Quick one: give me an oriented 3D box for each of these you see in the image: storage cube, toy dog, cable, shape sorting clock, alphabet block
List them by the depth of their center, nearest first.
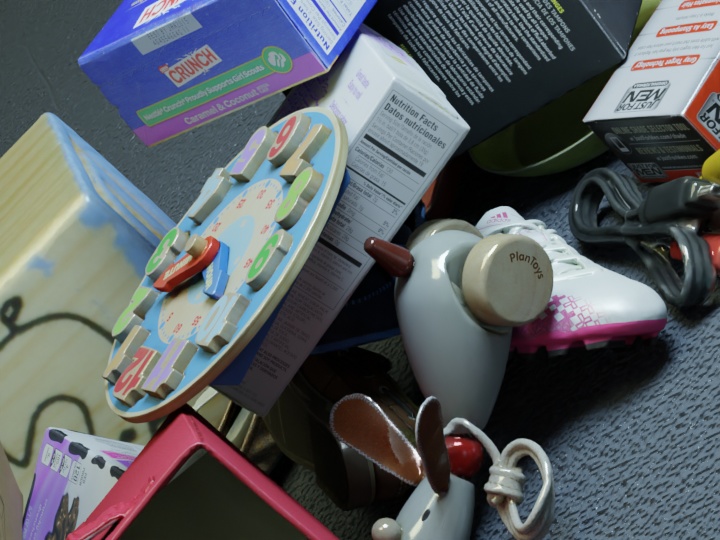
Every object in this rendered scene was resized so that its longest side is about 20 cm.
[{"bbox_3d":[-0.077,0.194,1.347,0.171,0.200,0.180,-49,8,-2],"label":"storage cube"},{"bbox_3d":[0.033,0.058,1.417,0.132,0.096,0.201,-31,53,55],"label":"toy dog"},{"bbox_3d":[-0.076,-0.006,1.428,0.200,0.039,0.201,-46,25,29],"label":"shape sorting clock"},{"bbox_3d":[0.174,-0.020,1.488,0.200,0.050,0.098,164,116,-70],"label":"cable"},{"bbox_3d":[-0.200,0.047,1.778,0.200,0.195,0.196,-46,22,4],"label":"alphabet block"}]

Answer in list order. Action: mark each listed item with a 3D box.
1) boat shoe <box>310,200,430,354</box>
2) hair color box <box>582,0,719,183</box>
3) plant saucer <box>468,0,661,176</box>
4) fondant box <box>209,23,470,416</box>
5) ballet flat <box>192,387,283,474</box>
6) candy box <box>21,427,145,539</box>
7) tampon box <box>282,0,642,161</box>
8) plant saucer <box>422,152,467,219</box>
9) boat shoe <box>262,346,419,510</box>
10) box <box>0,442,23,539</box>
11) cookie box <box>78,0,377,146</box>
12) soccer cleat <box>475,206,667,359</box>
[{"bbox_3d":[0.000,0.000,1.582,0.084,0.069,0.200,-10,10,11],"label":"boat shoe"},{"bbox_3d":[0.225,-0.147,1.544,0.200,0.061,0.101,-55,24,-18],"label":"hair color box"},{"bbox_3d":[0.151,-0.131,1.680,0.200,0.031,0.200,-38,26,22],"label":"plant saucer"},{"bbox_3d":[-0.031,-0.034,1.502,0.200,0.058,0.144,-53,21,9],"label":"fondant box"},{"bbox_3d":[-0.090,0.123,1.649,0.068,0.067,0.201,-21,35,50],"label":"ballet flat"},{"bbox_3d":[-0.143,0.195,1.548,0.200,0.071,0.169,17,92,64],"label":"candy box"},{"bbox_3d":[0.060,-0.165,1.635,0.199,0.126,0.150,-29,21,28],"label":"tampon box"},{"bbox_3d":[0.014,-0.089,1.808,0.199,0.037,0.201,-18,46,45],"label":"plant saucer"},{"bbox_3d":[-0.011,0.080,1.579,0.068,0.072,0.200,-14,32,-17],"label":"boat shoe"},{"bbox_3d":[-0.215,0.173,1.504,0.021,0.164,0.201,-9,53,1],"label":"box"},{"bbox_3d":[-0.051,-0.182,1.569,0.171,0.075,0.200,-18,30,45],"label":"cookie box"},{"bbox_3d":[0.095,0.006,1.483,0.200,0.069,0.087,-5,88,58],"label":"soccer cleat"}]
